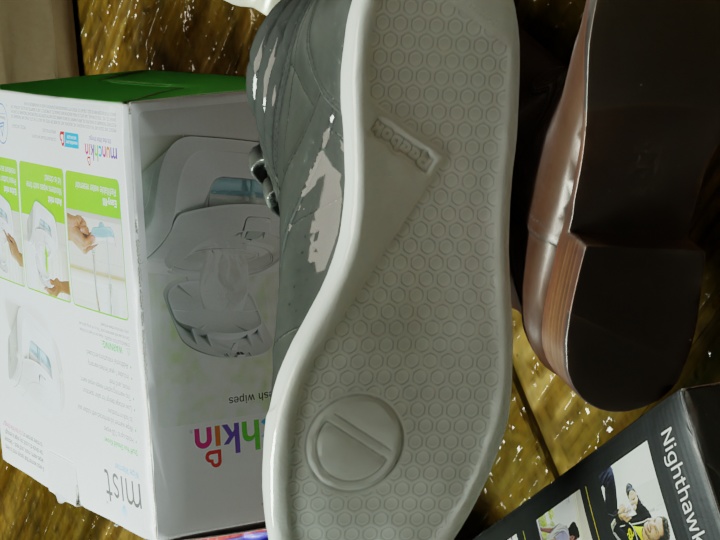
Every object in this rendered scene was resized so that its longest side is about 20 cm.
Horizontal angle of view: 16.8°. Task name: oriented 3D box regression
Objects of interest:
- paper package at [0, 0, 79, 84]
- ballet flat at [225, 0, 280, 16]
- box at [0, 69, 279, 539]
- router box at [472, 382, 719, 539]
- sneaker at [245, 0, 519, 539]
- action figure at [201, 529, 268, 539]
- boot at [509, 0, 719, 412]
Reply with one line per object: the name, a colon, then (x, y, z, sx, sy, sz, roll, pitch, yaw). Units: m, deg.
paper package: (-0.225, -0.092, 1.289, 0.200, 0.103, 0.192, 2, 98, 64)
ballet flat: (-0.045, -0.141, 0.932, 0.200, 0.071, 0.070, -126, 37, -46)
box: (-0.090, 0.008, 1.039, 0.200, 0.096, 0.178, 11, 107, 63)
router box: (0.106, 0.149, 0.714, 0.149, 0.051, 0.201, -46, 56, 57)
sneaker: (0.000, 0.000, 0.735, 0.099, 0.070, 0.202, -151, 67, -70)
action figure: (-0.068, 0.152, 1.037, 0.200, 0.098, 0.066, -48, 55, 55)
boot: (0.059, -0.070, 0.754, 0.200, 0.064, 0.188, -133, 58, -67)
